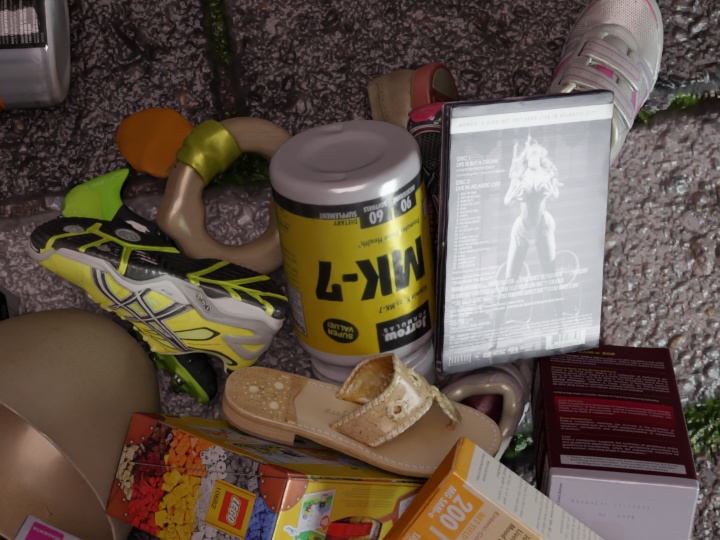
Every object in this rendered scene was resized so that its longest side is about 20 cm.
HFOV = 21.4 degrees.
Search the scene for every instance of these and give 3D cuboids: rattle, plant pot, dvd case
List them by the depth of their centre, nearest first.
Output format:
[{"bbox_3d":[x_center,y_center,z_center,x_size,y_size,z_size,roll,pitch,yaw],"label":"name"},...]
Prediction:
[{"bbox_3d":[0.121,-0.030,1.420,0.147,0.016,0.202,-8,108,-29],"label":"dvd case"},{"bbox_3d":[-0.227,0.108,1.438,0.200,0.201,0.135,36,56,4],"label":"plant pot"},{"bbox_3d":[-0.087,-0.048,1.521,0.199,0.142,0.132,19,76,-36],"label":"rattle"}]

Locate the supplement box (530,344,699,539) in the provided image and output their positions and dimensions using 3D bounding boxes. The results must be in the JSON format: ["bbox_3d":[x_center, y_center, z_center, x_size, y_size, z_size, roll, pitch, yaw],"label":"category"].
[{"bbox_3d":[0.184,0.126,1.418,0.108,0.200,0.061,5,118,1],"label":"supplement box"}]

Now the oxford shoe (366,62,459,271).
[{"bbox_3d":[0.043,-0.060,1.516,0.074,0.070,0.202,-4,86,29],"label":"oxford shoe"}]

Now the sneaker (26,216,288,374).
[{"bbox_3d":[-0.156,0.022,1.418,0.198,0.076,0.077,21,112,-4],"label":"sneaker"}]

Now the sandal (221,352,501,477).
[{"bbox_3d":[0.008,0.092,1.375,0.209,0.070,0.078,10,42,-7],"label":"sandal"}]

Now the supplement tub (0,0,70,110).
[{"bbox_3d":[-0.332,-0.184,1.491,0.198,0.123,0.124,-3,83,0],"label":"supplement tub"}]

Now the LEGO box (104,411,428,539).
[{"bbox_3d":[-0.061,0.165,1.382,0.148,0.199,0.078,18,93,34],"label":"LEGO box"}]

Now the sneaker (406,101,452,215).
[{"bbox_3d":[0.093,-0.043,1.445,0.201,0.080,0.075,59,43,-30],"label":"sneaker"}]

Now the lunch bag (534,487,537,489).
[{"bbox_3d":[0.124,0.268,1.430,0.131,0.136,0.202,21,87,3],"label":"lunch bag"}]

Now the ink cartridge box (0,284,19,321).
[{"bbox_3d":[-0.368,0.049,1.475,0.198,0.099,0.040,-11,82,0],"label":"ink cartridge box"}]

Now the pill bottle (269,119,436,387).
[{"bbox_3d":[0.000,0.000,1.431,0.113,0.115,0.202,-9,119,-1],"label":"pill bottle"}]

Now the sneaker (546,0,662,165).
[{"bbox_3d":[0.186,-0.134,1.495,0.081,0.088,0.202,21,83,2],"label":"sneaker"}]

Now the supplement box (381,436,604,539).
[{"bbox_3d":[0.110,0.228,1.309,0.199,0.074,0.126,36,107,-2],"label":"supplement box"}]

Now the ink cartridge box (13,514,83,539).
[{"bbox_3d":[-0.224,0.287,1.423,0.118,0.042,0.201,23,123,1],"label":"ink cartridge box"}]

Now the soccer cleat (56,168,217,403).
[{"bbox_3d":[-0.160,0.010,1.500,0.081,0.068,0.201,-33,84,-17],"label":"soccer cleat"}]

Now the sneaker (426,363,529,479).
[{"bbox_3d":[0.056,0.147,1.469,0.081,0.088,0.201,36,85,4],"label":"sneaker"}]
